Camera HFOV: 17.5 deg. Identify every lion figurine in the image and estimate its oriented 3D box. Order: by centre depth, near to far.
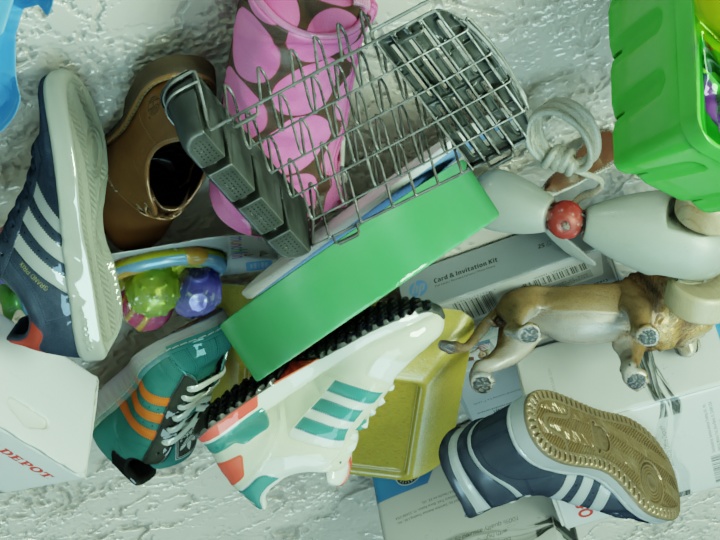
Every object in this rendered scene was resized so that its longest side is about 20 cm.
[{"bbox_3d":[0.158,0.035,1.680,0.198,0.123,0.073,6,118,3],"label":"lion figurine"}]

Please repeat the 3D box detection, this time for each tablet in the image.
[{"bbox_3d":[0.014,-0.048,1.590,0.200,0.014,0.130,-36,177,29],"label":"tablet"}]

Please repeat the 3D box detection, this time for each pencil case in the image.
[{"bbox_3d":[-0.041,-0.113,1.491,0.093,0.091,0.201,11,140,-1],"label":"pencil case"}]

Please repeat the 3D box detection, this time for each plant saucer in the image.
[{"bbox_3d":[-0.022,0.096,1.762,0.198,0.049,0.200,6,144,0],"label":"plant saucer"}]

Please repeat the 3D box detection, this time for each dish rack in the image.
[{"bbox_3d":[-0.003,-0.092,1.423,0.199,0.055,0.153,-26,139,15],"label":"dish rack"}]

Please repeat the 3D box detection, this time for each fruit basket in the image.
[{"bbox_3d":[0.245,-0.154,1.414,0.155,0.217,0.215,22,132,-36],"label":"fruit basket"}]

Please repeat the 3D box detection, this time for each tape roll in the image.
[{"bbox_3d":[0.000,0.000,1.573,0.200,0.048,0.200,-34,179,-1],"label":"tape roll"}]

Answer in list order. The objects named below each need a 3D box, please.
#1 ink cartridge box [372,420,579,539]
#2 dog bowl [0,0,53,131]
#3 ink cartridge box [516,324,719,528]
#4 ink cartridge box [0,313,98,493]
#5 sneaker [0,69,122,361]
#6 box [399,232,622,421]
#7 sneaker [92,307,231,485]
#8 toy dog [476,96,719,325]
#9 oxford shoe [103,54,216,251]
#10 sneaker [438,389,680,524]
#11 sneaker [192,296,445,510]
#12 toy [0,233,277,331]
[{"bbox_3d":[0.101,0.229,1.882,0.144,0.201,0.084,-21,142,15],"label":"ink cartridge box"},{"bbox_3d":[-0.253,-0.153,1.414,0.111,0.050,0.200,5,141,-20],"label":"dog bowl"},{"bbox_3d":[0.231,0.106,1.786,0.199,0.086,0.147,-15,143,6],"label":"ink cartridge box"},{"bbox_3d":[-0.307,0.100,1.662,0.199,0.085,0.146,-13,147,31],"label":"ink cartridge box"},{"bbox_3d":[-0.211,-0.034,1.525,0.084,0.075,0.201,2,112,11],"label":"sneaker"},{"bbox_3d":[0.133,0.046,1.784,0.155,0.041,0.200,-19,142,11],"label":"box"},{"bbox_3d":[-0.136,0.095,1.713,0.071,0.080,0.200,-29,173,-37],"label":"sneaker"},{"bbox_3d":[0.186,-0.044,1.633,0.199,0.096,0.132,33,122,1],"label":"toy dog"},{"bbox_3d":[-0.138,-0.058,1.548,0.071,0.072,0.200,-1,151,-17],"label":"oxford shoe"},{"bbox_3d":[0.141,0.147,1.696,0.108,0.071,0.200,-26,144,33],"label":"sneaker"},{"bbox_3d":[-0.016,0.097,1.664,0.199,0.070,0.094,-30,102,4],"label":"sneaker"},{"bbox_3d":[-0.155,0.016,1.635,0.198,0.048,0.115,-5,169,-3],"label":"toy"}]
